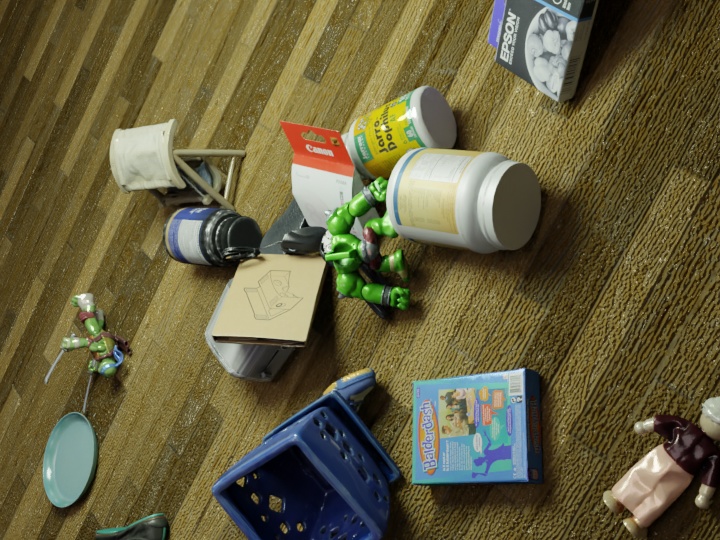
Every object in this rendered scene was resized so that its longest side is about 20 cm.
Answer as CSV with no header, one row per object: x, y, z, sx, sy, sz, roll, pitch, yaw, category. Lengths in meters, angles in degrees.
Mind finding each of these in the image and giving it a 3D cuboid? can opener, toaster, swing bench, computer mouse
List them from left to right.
-0.375,-0.203,1.822,0.197,0.199,0.132,1,77,43,swing bench
-0.199,0.106,1.623,0.200,0.113,0.130,44,109,40,toaster
-0.146,-0.037,1.584,0.197,0.059,0.035,-13,69,2,computer mouse
0.000,0.000,1.510,0.064,0.078,0.200,-49,57,6,can opener

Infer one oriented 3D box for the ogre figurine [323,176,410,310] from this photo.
0.009,-0.036,1.434,0.118,0.203,0.098,-8,24,12,ogre figurine

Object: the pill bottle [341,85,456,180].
0.050,-0.215,1.495,0.198,0.112,0.115,-19,64,37,pill bottle

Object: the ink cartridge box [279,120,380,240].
-0.062,-0.148,1.527,0.161,0.201,0.057,18,59,44,ink cartridge box

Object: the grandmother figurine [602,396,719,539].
0.381,0.225,1.092,0.121,0.060,0.200,46,107,12,grandmother figurine

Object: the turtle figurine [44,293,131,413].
-0.603,0.164,1.958,0.199,0.143,0.196,-39,50,22,turtle figurine

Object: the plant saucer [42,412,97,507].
-0.630,0.413,1.982,0.198,0.027,0.204,-16,67,40,plant saucer

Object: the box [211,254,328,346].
-0.149,0.047,1.546,0.161,0.021,0.202,2,43,12,box

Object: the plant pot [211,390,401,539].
-0.067,0.312,1.358,0.199,0.180,0.201,-36,97,29,plant pot

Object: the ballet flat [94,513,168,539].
-0.447,0.522,1.754,0.198,0.067,0.070,-24,70,36,ballet flat

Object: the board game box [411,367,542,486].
0.163,0.227,1.296,0.198,0.045,0.155,-12,70,40,board game box

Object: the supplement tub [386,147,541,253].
0.151,-0.104,1.344,0.198,0.144,0.147,12,84,43,supplement tub

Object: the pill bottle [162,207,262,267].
-0.285,-0.064,1.757,0.198,0.111,0.114,5,80,43,pill bottle

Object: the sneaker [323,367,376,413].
-0.031,0.238,1.465,0.200,0.075,0.089,-46,62,30,sneaker

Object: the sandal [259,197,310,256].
-0.114,-0.085,1.659,0.076,0.043,0.201,34,90,42,sandal

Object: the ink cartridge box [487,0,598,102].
0.256,-0.383,1.332,0.200,0.043,0.200,44,141,38,ink cartridge box
